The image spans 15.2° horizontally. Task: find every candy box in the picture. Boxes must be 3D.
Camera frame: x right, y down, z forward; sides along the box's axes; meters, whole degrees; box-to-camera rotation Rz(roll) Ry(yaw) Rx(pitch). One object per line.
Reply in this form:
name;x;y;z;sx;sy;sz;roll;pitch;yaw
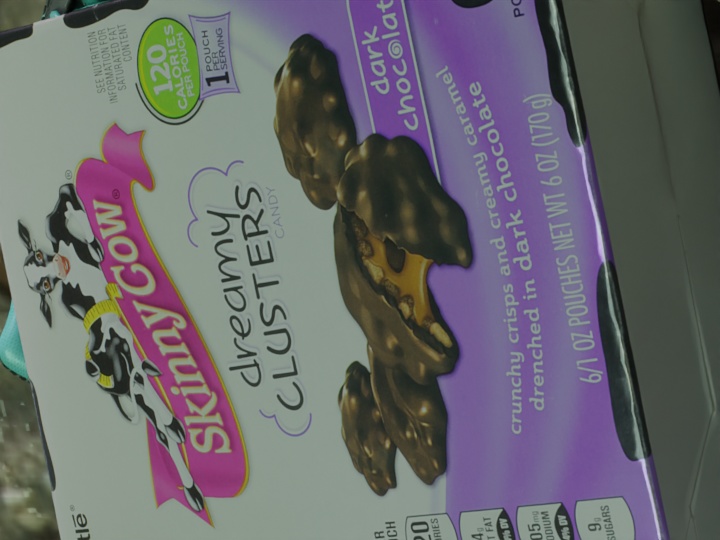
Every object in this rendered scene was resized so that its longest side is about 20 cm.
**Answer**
candy box;0.000;0.000;0.709;0.199;0.071;0.169;-10;93;38

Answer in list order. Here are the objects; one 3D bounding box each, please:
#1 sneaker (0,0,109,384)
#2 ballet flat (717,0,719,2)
sneaker;-0.076;-0.048;0.842;0.077;0.091;0.201;12;113;29
ballet flat;0.167;-0.114;0.625;0.199;0.057;0.067;-23;76;14
